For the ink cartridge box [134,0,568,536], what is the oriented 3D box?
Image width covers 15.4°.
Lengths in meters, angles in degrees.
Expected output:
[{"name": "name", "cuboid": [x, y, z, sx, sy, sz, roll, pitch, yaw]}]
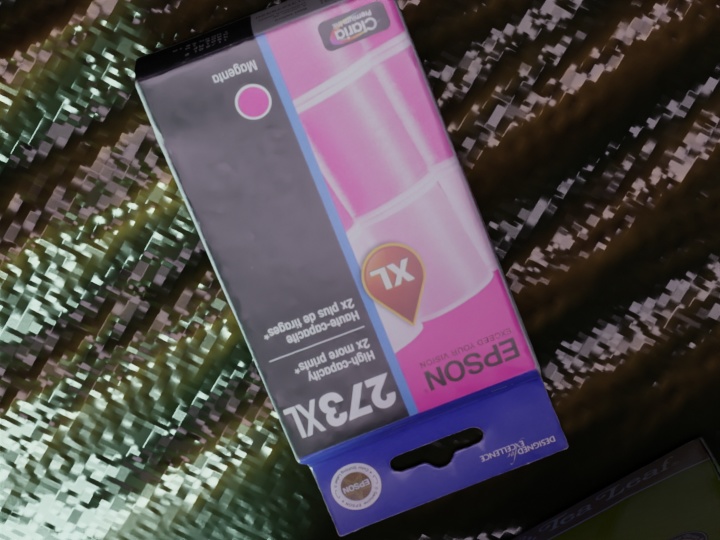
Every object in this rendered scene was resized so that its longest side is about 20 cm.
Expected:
[{"name": "ink cartridge box", "cuboid": [0.000, 0.000, 0.953, 0.095, 0.037, 0.200, -21, 111, 3]}]

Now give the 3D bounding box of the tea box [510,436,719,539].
[{"name": "tea box", "cuboid": [0.079, 0.188, 0.935, 0.200, 0.197, 0.134, -29, 108, 7]}]
